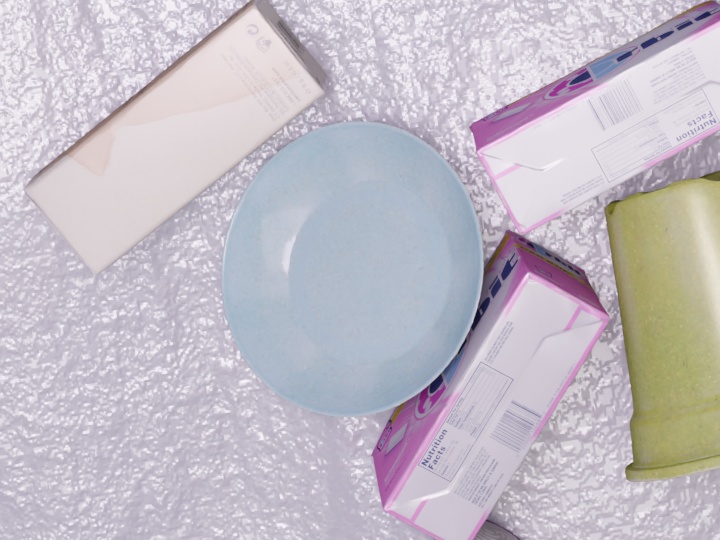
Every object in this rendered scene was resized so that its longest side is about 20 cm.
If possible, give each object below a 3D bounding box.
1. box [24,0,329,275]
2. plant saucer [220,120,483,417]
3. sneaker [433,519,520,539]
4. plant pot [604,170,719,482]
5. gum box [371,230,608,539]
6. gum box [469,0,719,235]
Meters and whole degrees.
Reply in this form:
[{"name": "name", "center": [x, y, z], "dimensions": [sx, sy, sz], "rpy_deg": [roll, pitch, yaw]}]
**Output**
[{"name": "box", "center": [-0.122, -0.092, 1.752], "dimensions": [0.200, 0.095, 0.078], "rpy_deg": [-38, 98, 6]}, {"name": "plant saucer", "center": [0.000, 0.000, 1.770], "dimensions": [0.201, 0.039, 0.201], "rpy_deg": [-3, 84, 27]}, {"name": "sneaker", "center": [0.125, 0.252, 1.843], "dimensions": [0.200, 0.075, 0.100], "rpy_deg": [31, 114, -2]}, {"name": "plant pot", "center": [0.248, 0.025, 1.738], "dimensions": [0.200, 0.200, 0.185], "rpy_deg": [-16, 90, 4]}, {"name": "gum box", "center": [0.082, 0.085, 1.768], "dimensions": [0.066, 0.114, 0.200], "rpy_deg": [29, 101, -11]}, {"name": "gum box", "center": [0.176, -0.107, 1.736], "dimensions": [0.200, 0.114, 0.066], "rpy_deg": [-28, 101, 6]}]
